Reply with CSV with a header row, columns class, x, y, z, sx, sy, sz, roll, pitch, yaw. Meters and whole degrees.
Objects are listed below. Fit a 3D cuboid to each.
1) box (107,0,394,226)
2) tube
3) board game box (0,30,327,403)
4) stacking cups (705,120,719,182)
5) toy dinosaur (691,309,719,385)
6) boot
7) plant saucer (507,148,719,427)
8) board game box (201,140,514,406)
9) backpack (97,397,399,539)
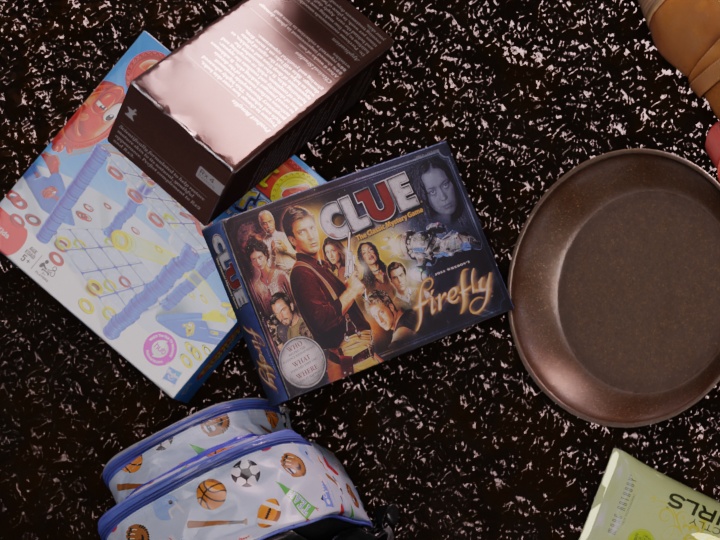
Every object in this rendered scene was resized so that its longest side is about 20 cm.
class,x,y,z,sx,sy,sz,roll,pitch,yaw
box,-0.077,-0.130,1.747,0.100,0.075,0.200,42,48,9
tube,0.261,0.200,1.745,0.200,0.052,0.058,22,46,13
board game box,-0.145,-0.040,1.806,0.200,0.056,0.196,39,90,8
stacking cups,0.292,-0.046,1.701,0.060,0.061,0.200,-26,40,3
toy dinosaur,0.290,0.071,1.739,0.200,0.086,0.136,41,96,14
boot,0.302,-0.208,1.749,0.200,0.077,0.155,-31,67,7
plant saucer,0.199,0.014,1.744,0.200,0.037,0.201,-5,82,34
board game box,0.000,0.000,1.740,0.200,0.035,0.136,-21,88,-30
backpack,-0.094,0.175,1.712,0.200,0.191,0.154,-33,81,3
